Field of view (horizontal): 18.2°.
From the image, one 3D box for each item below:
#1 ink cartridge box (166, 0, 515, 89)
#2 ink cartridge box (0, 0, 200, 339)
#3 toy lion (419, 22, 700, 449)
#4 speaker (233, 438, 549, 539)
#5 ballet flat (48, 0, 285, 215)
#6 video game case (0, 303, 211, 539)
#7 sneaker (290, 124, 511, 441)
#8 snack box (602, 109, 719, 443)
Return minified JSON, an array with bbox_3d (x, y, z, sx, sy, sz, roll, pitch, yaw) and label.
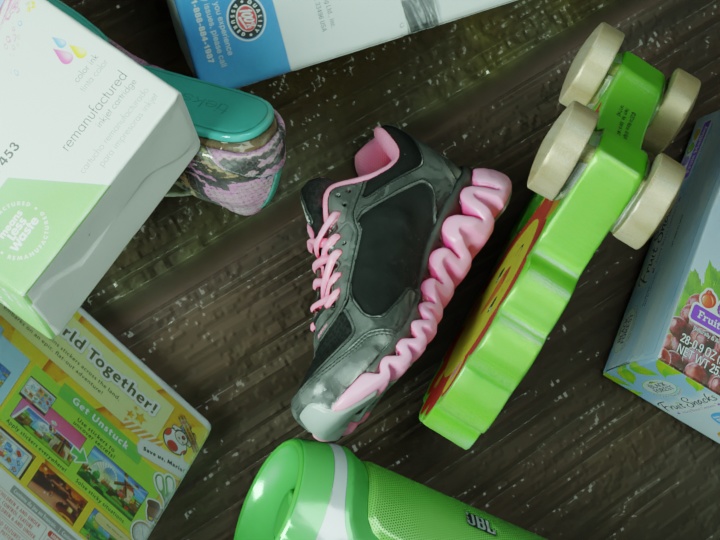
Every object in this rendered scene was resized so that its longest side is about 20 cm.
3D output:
[{"bbox_3d":[-0.008,-0.190,1.102,0.198,0.084,0.146,-18,114,-6],"label":"ink cartridge box"},{"bbox_3d":[-0.186,-0.077,1.013,0.199,0.067,0.117,34,79,15],"label":"ink cartridge box"},{"bbox_3d":[0.092,-0.008,1.138,0.068,0.192,0.200,30,27,-2],"label":"toy lion"},{"bbox_3d":[0.040,0.154,1.114,0.199,0.088,0.089,25,70,-19],"label":"speaker"},{"bbox_3d":[-0.126,-0.077,1.083,0.199,0.072,0.069,25,41,16],"label":"ballet flat"},{"bbox_3d":[-0.178,0.067,1.027,0.200,0.023,0.182,43,40,-11],"label":"video game case"},{"bbox_3d":[0.000,0.000,1.126,0.095,0.079,0.201,37,46,-6],"label":"sneaker"},{"bbox_3d":[0.253,0.026,1.250,0.199,0.068,0.170,31,68,-17],"label":"snack box"}]
